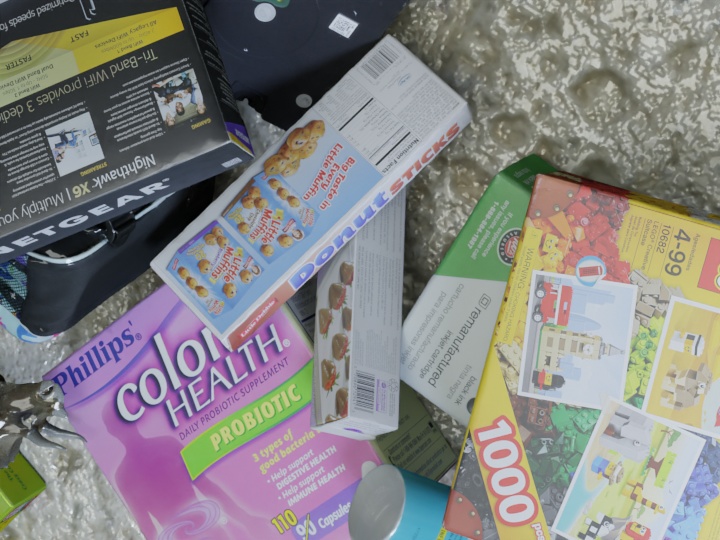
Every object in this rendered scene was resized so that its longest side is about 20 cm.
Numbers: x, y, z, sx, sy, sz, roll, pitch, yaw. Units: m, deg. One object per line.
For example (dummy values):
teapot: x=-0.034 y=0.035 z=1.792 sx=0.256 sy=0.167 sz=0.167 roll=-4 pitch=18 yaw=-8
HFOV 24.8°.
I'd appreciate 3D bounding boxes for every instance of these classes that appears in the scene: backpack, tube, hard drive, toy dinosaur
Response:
backpack: x=-0.205 y=-0.069 z=1.028 sx=0.200 sy=0.177 sz=0.151 roll=41 pitch=142 yaw=10
tube: x=0.082 y=0.170 z=0.983 sx=0.077 sy=0.199 sz=0.051 roll=-47 pitch=37 yaw=25
hard drive: x=-0.040 y=-0.183 z=0.962 sx=0.139 sy=0.038 sz=0.200 roll=25 pitch=128 yaw=-21
toy dinosaur: x=-0.260 y=0.088 z=1.083 sx=0.200 sy=0.077 sz=0.103 roll=-19 pitch=95 yaw=62

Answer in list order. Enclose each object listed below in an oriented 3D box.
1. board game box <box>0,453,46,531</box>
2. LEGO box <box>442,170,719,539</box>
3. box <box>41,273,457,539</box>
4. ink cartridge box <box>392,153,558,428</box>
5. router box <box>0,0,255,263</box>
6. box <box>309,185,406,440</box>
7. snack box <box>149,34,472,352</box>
board game box: x=-0.330 y=0.115 z=1.182 sx=0.102 sy=0.048 sz=0.200 roll=-43 pitch=84 yaw=22
LEGO box: x=0.144 y=0.062 z=0.879 sx=0.148 sy=0.077 sz=0.202 roll=17 pitch=100 yaw=16
box: x=-0.071 y=0.095 z=1.052 sx=0.175 sy=0.097 sz=0.201 roll=-35 pitch=86 yaw=23
ink cartridge box: x=0.136 y=0.049 z=0.970 sx=0.199 sy=0.083 sz=0.147 roll=35 pitch=110 yaw=11
router box: x=-0.177 y=-0.101 z=0.910 sx=0.199 sy=0.052 sz=0.158 roll=-21 pitch=79 yaw=8
box: x=0.000 y=0.000 z=0.981 sx=0.039 sy=0.041 sz=0.202 roll=-22 pitch=59 yaw=47
snack box: x=-0.029 y=-0.047 z=0.964 sx=0.200 sy=0.024 sz=0.072 roll=-44 pitch=66 yaw=-5
